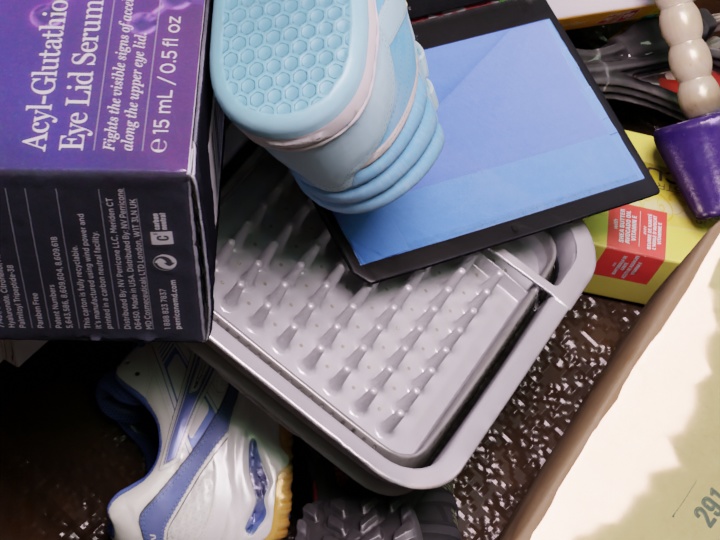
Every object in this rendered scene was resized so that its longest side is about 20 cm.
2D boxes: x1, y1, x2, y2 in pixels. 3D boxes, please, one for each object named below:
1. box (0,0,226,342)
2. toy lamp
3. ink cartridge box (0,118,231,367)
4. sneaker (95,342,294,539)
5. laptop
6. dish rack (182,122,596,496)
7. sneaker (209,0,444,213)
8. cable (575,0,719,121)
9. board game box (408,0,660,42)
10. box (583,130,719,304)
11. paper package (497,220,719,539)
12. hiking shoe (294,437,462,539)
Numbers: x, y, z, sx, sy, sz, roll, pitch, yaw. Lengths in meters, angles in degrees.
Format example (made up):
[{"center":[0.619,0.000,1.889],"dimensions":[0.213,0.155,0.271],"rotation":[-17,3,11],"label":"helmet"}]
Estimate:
[{"center":[-0.154,-0.060,0.885],"dimensions":[0.198,0.105,0.149],"rotation":[0,51,0],"label":"box"},{"center":[0.157,-0.126,1.090],"dimensions":[0.058,0.058,0.202],"rotation":[-15,92,-23],"label":"toy lamp"},{"center":[-0.144,-0.074,1.019],"dimensions":[0.146,0.083,0.200],"rotation":[30,57,25],"label":"ink cartridge box"},{"center":[-0.075,0.036,1.016],"dimensions":[0.087,0.075,0.202],"rotation":[4,59,-8],"label":"sneaker"},{"center":[0.043,-0.123,0.990],"dimensions":[0.176,0.202,0.103],"rotation":[-17,32,-33],"label":"laptop"},{"center":[0.000,0.000,0.988],"dimensions":[0.171,0.044,0.200],"rotation":[39,46,0],"label":"dish rack"},{"center":[-0.009,-0.116,0.908],"dimensions":[0.079,0.131,0.202],"rotation":[-2,64,19],"label":"sneaker"},{"center":[0.129,-0.095,1.145],"dimensions":[0.199,0.050,0.098],"rotation":[-17,65,-32],"label":"cable"},{"center":[0.078,-0.164,1.103],"dimensions":[0.199,0.030,0.096],"rotation":[-12,81,-34],"label":"board game box"},{"center":[0.139,-0.026,1.125],"dimensions":[0.198,0.050,0.076],"rotation":[13,60,-11],"label":"box"},{"center":[0.180,0.111,1.009],"dimensions":[0.190,0.104,0.201],"rotation":[33,75,4],"label":"paper package"},{"center":[0.011,0.111,1.011],"dimensions":[0.075,0.101,0.201],"rotation":[-3,36,13],"label":"hiking shoe"}]
